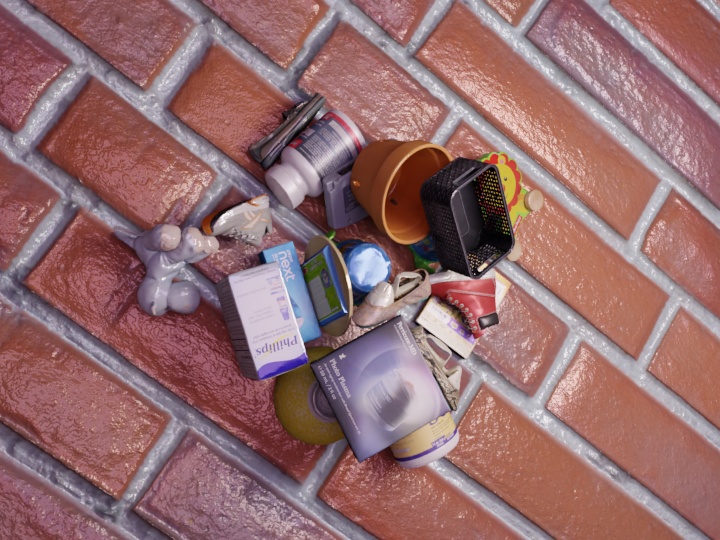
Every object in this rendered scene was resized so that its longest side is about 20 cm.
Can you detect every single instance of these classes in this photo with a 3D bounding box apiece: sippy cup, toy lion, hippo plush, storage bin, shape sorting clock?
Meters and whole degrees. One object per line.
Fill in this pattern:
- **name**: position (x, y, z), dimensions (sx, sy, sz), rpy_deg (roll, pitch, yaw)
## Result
- **sippy cup**: position (0.174, -0.090, 1.678), dimensions (0.137, 0.130, 0.182), rpy_deg (-11, 89, -16)
- **toy lion**: position (0.299, -0.148, 1.728), dimensions (0.190, 0.068, 0.203), rpy_deg (32, 77, -28)
- **sippy cup**: position (0.000, 0.000, 1.611), dimensions (0.174, 0.130, 0.143), rpy_deg (8, 83, -16)
- **hippo plush**: position (-0.370, 0.004, 1.494), dimensions (0.196, 0.159, 0.164), rpy_deg (4, 83, -16)
- **storage bin**: position (0.210, -0.102, 1.543), dimensions (0.134, 0.093, 0.203), rpy_deg (-36, 124, -25)
- **shape sorting clock**: position (-0.064, 0.030, 1.562), dimensions (0.039, 0.199, 0.204), rpy_deg (-16, 90, -28)

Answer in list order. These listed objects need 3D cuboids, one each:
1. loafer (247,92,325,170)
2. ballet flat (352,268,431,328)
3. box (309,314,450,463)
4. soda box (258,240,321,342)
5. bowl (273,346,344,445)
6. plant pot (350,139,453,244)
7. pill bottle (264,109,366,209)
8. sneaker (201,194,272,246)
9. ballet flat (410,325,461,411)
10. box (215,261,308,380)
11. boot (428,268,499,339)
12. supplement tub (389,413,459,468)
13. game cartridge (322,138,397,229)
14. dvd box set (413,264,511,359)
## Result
- **loafer**: position (-0.152, -0.301, 1.634), dimensions (0.063, 0.072, 0.201), rpy_deg (39, 78, -2)
- **ballet flat**: position (0.060, 0.045, 1.527), dimensions (0.198, 0.068, 0.068), rpy_deg (-26, 131, -38)
- **box**: position (0.033, 0.217, 1.481), dimensions (0.196, 0.123, 0.202), rpy_deg (-28, 86, -7)
- **soda box**: position (-0.144, 0.049, 1.607), dimensions (0.067, 0.064, 0.204), rpy_deg (-17, 90, -17)
- **bowl**: position (-0.069, 0.255, 1.588), dimensions (0.196, 0.108, 0.205), rpy_deg (1, 85, -16)
- **plant pot**: position (0.073, -0.172, 1.565), dimensions (0.198, 0.139, 0.203), rpy_deg (-23, 128, -33)
- **pill bottle**: position (-0.094, -0.223, 1.616), dimensions (0.200, 0.119, 0.120), rpy_deg (-42, 97, -16)
- **sneaker**: position (-0.229, -0.085, 1.547), dimensions (0.199, 0.075, 0.094), rpy_deg (-31, 106, -57)
- **ballet flat**: position (0.169, 0.203, 1.679), dimensions (0.075, 0.068, 0.201), rpy_deg (-35, 94, 10)
- **box**: position (-0.194, 0.099, 1.526), dimensions (0.103, 0.184, 0.204), rpy_deg (-17, 90, -18)
- **boot**: position (0.202, 0.075, 1.673), dimensions (0.196, 0.072, 0.147), rpy_deg (-3, 86, -18)
- **supplement tub**: position (0.102, 0.283, 1.616), dimensions (0.144, 0.145, 0.203), rpy_deg (-26, 93, -17)
- **game cartridge**: position (0.006, -0.175, 1.639), dimensions (0.199, 0.135, 0.041), rpy_deg (-34, 54, -27)
- **dvd box set**: position (0.223, 0.070, 1.730), dimensions (0.145, 0.029, 0.202), rpy_deg (35, 78, -10)
